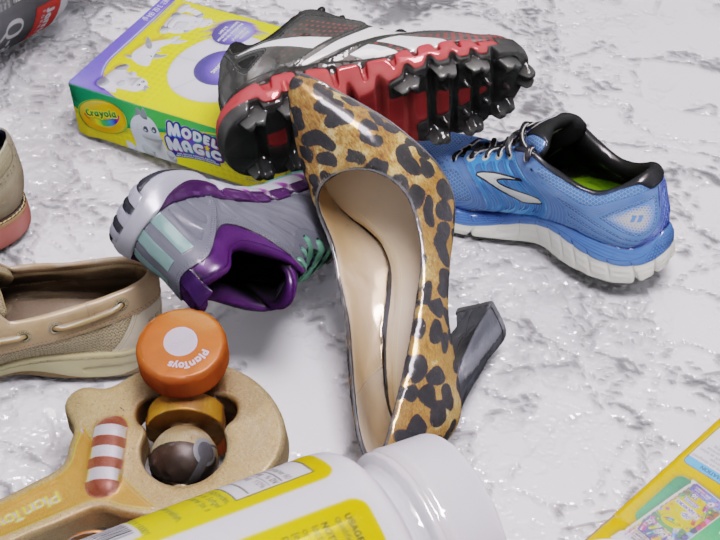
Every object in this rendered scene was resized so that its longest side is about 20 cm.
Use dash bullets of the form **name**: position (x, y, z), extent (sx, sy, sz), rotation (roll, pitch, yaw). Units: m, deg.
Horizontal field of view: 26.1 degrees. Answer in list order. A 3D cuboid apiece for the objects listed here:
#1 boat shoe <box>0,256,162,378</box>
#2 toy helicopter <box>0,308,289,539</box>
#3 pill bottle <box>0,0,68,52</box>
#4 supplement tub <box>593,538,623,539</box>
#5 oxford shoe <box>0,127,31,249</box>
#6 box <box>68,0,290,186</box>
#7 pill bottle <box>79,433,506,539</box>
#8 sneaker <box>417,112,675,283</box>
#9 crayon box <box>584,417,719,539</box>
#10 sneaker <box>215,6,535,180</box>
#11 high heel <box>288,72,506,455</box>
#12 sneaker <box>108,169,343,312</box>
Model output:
- **boat shoe**: position (-0.209, 0.022, 0.855), extent (0.198, 0.065, 0.072), rotation (-5, 40, -12)
- **toy helicopter**: position (-0.126, 0.116, 0.763), extent (0.199, 0.079, 0.133), rotation (-24, 55, -16)
- **pill bottle**: position (-0.274, -0.206, 1.084), extent (0.115, 0.117, 0.200), rotation (27, 44, 25)
- **supplement tub**: position (0.051, 0.202, 0.604), extent (0.199, 0.141, 0.140), rotation (-19, 45, -27)
- **oxford shoe**: position (-0.286, -0.029, 0.901), extent (0.199, 0.075, 0.070), rotation (-30, 51, -34)
- **box**: position (-0.079, -0.114, 1.025), extent (0.199, 0.049, 0.118), rotation (20, 49, 23)
- **pill bottle**: position (-0.039, 0.148, 0.683), extent (0.199, 0.115, 0.114), rotation (-17, 44, -24)
- **sneaker**: position (0.105, -0.066, 0.971), extent (0.199, 0.090, 0.079), rotation (18, 40, 25)
- **crayon box**: position (0.208, 0.136, 0.770), extent (0.125, 0.052, 0.199), rotation (33, 47, 30)
- **sneaker**: position (0.003, -0.120, 0.940), extent (0.199, 0.071, 0.098), rotation (-12, 50, -10)
- **high heel**: position (0.000, 0.000, 0.826), extent (0.071, 0.201, 0.143), rotation (-24, 17, 38)
- **sneaker**: position (-0.047, -0.005, 0.877), extent (0.199, 0.075, 0.088), rotation (-5, 43, -49)
